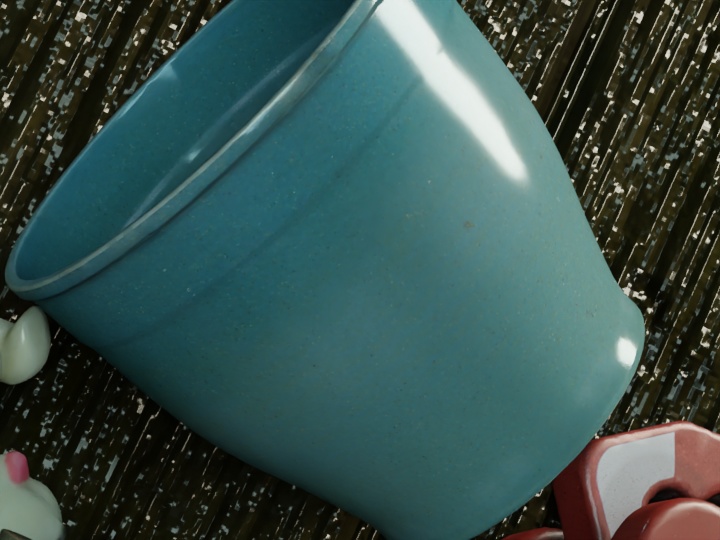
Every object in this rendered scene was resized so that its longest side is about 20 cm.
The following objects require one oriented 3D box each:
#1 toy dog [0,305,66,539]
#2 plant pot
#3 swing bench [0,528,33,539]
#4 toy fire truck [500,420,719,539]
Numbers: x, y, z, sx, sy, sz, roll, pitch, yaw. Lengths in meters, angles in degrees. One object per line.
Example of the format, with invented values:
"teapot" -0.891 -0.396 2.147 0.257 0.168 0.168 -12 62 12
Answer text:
"toy dog" -0.198 0.073 1.004 0.200 0.140 0.194 45 88 -1
"plant pot" 0.000 0.000 1.035 0.188 0.200 0.200 47 74 -16
"swing bench" -0.103 0.215 0.947 0.200 0.130 0.199 34 81 -35
"toy fire truck" 0.147 0.159 1.083 0.167 0.112 0.201 -8 82 -37
